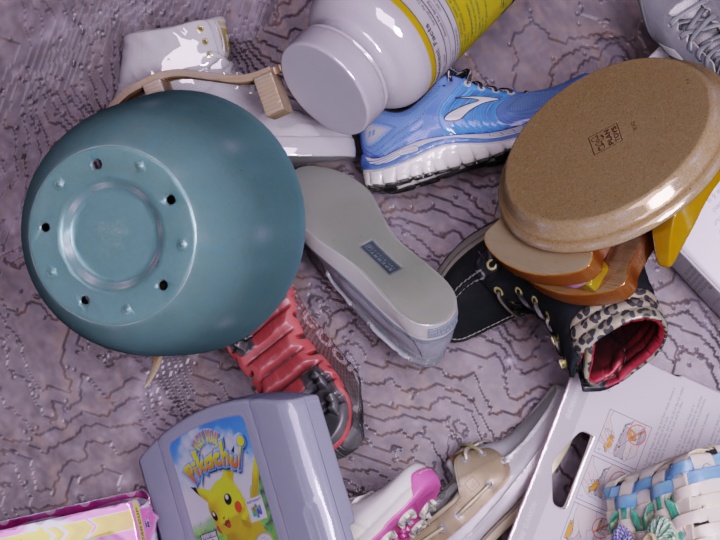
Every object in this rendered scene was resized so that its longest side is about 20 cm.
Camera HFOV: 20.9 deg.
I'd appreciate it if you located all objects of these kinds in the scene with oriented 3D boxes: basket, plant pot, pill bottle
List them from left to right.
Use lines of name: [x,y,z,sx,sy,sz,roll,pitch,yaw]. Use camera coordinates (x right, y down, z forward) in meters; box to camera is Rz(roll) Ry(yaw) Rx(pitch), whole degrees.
plant pot: [-0.154,-0.029,1.411,0.198,0.161,0.203,1,95,12]
pill bottle: [0.032,-0.198,1.493,0.112,0.113,0.200,41,62,6]
basket: [0.255,0.230,1.394,0.138,0.176,0.202,-13,80,-27]

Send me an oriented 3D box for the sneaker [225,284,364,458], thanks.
sneaker: [-0.054,0.067,1.518,0.071,0.098,0.201,-35,60,9]

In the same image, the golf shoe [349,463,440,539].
golf shoe: [-0.024,0.203,1.475,0.200,0.075,0.092,-46,69,20]

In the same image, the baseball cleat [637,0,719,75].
baseball cleat: [0.271,-0.159,1.433,0.069,0.106,0.201,-35,80,1]

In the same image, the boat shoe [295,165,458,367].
boat shoe: [0.001,0.000,1.516,0.070,0.072,0.201,-24,53,-27]

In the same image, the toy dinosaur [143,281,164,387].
toy dinosaur: [-0.168,-0.014,1.547,0.101,0.058,0.201,-30,75,13]

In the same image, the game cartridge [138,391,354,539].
game cartridge: [-0.091,0.165,1.460,0.040,0.199,0.135,-5,76,-44]

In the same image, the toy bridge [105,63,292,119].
toy bridge: [-0.148,-0.118,1.502,0.198,0.027,0.068,-22,83,13]

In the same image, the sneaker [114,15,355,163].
sneaker: [-0.099,-0.144,1.542,0.198,0.074,0.117,5,86,3]

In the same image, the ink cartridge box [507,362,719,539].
ink cartridge box: [0.205,0.172,1.488,0.175,0.045,0.202,24,84,-12]

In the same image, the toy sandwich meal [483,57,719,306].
toy sandwich meal: [0.185,-0.065,1.386,0.205,0.205,0.070,-39,126,-3]

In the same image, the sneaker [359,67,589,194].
sneaker: [0.091,-0.127,1.533,0.198,0.079,0.090,-15,85,0]

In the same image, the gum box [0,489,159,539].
gum box: [-0.243,0.246,1.491,0.198,0.066,0.115,-12,92,2]

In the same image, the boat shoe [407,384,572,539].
boat shoe: [0.096,0.164,1.499,0.068,0.075,0.201,36,86,0]

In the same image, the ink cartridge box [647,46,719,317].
ink cartridge box: [0.277,-0.077,1.517,0.147,0.086,0.200,-42,84,-4]

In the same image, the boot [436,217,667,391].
boot: [0.135,0.030,1.452,0.203,0.073,0.155,-37,42,26]
